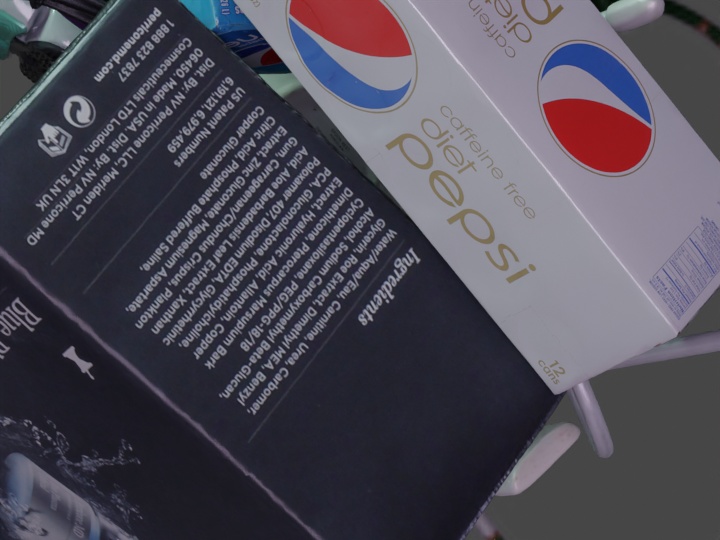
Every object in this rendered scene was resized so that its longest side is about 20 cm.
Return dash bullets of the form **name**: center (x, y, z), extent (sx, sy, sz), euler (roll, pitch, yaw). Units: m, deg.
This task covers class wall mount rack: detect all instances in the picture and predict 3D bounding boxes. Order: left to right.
- **wall mount rack**: center (0.081, -0.031, 0.898), extent (0.074, 0.174, 0.201), euler (-24, 98, -1)

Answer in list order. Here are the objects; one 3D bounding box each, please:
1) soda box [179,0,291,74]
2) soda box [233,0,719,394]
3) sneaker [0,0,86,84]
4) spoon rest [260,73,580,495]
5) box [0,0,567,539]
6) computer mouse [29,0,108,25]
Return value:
- **soda box**: center (-0.052, -0.171, 0.865), extent (0.064, 0.068, 0.201), euler (-6, 81, -29)
- **soda box**: center (0.035, -0.062, 0.798), extent (0.200, 0.068, 0.064), euler (51, 52, -6)
- **sneaker**: center (-0.144, -0.138, 0.931), extent (0.200, 0.074, 0.088), euler (33, 74, -13)
- **spoon rest**: center (0.000, 0.000, 0.952), extent (0.099, 0.061, 0.200), euler (-39, 95, -31)
- **box**: center (-0.068, 0.035, 0.870), extent (0.200, 0.197, 0.118), euler (42, 59, -7)
- **computer mouse**: center (-0.118, -0.179, 0.899), extent (0.140, 0.046, 0.201), euler (10, 74, -24)
